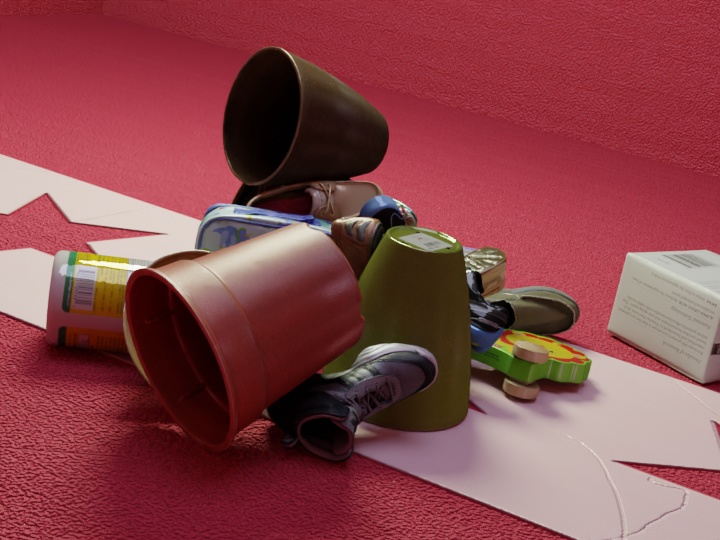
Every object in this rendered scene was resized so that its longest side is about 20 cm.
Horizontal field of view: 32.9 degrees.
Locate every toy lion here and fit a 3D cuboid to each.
[{"bbox_3d":[0.205,0.108,1.644,0.198,0.070,0.191,19,12,26],"label":"toy lion"}]

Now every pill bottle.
[{"bbox_3d":[-0.270,0.043,1.459,0.197,0.114,0.113,7,18,-11],"label":"pill bottle"}]

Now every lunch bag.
[{"bbox_3d":[-0.122,-0.001,1.602,0.197,0.163,0.083,7,16,-8],"label":"lunch bag"}]

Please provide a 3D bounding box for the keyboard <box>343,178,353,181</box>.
[{"bbox_3d":[-0.055,-0.098,1.764,0.199,0.021,0.127,25,61,39],"label":"keyboard"}]

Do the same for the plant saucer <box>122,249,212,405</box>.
[{"bbox_3d":[-0.179,0.075,1.390,0.198,0.035,0.203,14,58,-23],"label":"plant saucer"}]

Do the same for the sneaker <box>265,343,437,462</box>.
[{"bbox_3d":[-0.001,0.148,1.323,0.197,0.076,0.114,-14,28,-7],"label":"sneaker"}]

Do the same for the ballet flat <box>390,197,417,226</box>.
[{"bbox_3d":[-0.002,-0.081,1.787,0.064,0.076,0.199,-37,39,-27],"label":"ballet flat"}]

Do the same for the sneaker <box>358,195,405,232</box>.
[{"bbox_3d":[0.045,-0.010,1.691,0.069,0.202,0.078,-21,46,-11],"label":"sneaker"}]

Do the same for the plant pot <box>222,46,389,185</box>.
[{"bbox_3d":[-0.061,-0.198,1.714,0.198,0.190,0.186,9,15,-39],"label":"plant pot"}]

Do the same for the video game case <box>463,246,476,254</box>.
[{"bbox_3d":[0.111,-0.001,1.936,0.197,0.046,0.182,9,19,-6],"label":"video game case"}]

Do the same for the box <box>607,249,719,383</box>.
[{"bbox_3d":[0.516,0.063,1.835,0.197,0.133,0.199,-3,22,-37],"label":"box"}]

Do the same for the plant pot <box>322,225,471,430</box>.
[{"bbox_3d":[0.059,0.057,1.458,0.184,0.203,0.187,10,18,-3],"label":"plant pot"}]

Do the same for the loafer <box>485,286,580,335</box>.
[{"bbox_3d":[0.224,0.067,1.773,0.197,0.076,0.070,4,29,-6],"label":"loafer"}]

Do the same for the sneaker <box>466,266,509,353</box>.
[{"bbox_3d":[0.113,0.025,1.574,0.082,0.071,0.199,-39,58,-16],"label":"sneaker"}]

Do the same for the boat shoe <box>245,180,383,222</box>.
[{"bbox_3d":[-0.063,-0.086,1.660,0.197,0.075,0.069,-13,-15,-4],"label":"boat shoe"}]

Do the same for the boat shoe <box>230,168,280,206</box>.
[{"bbox_3d":[-0.174,-0.055,1.722,0.075,0.202,0.072,4,-30,37],"label":"boat shoe"}]

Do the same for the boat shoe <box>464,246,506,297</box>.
[{"bbox_3d":[0.119,0.035,1.675,0.198,0.066,0.072,-25,37,-24],"label":"boat shoe"}]

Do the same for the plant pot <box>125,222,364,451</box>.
[{"bbox_3d":[-0.113,0.053,1.279,0.194,0.203,0.200,-27,36,-31],"label":"plant pot"}]

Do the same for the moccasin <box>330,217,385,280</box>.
[{"bbox_3d":[-0.001,0.002,1.551,0.077,0.075,0.202,13,-23,18],"label":"moccasin"}]
